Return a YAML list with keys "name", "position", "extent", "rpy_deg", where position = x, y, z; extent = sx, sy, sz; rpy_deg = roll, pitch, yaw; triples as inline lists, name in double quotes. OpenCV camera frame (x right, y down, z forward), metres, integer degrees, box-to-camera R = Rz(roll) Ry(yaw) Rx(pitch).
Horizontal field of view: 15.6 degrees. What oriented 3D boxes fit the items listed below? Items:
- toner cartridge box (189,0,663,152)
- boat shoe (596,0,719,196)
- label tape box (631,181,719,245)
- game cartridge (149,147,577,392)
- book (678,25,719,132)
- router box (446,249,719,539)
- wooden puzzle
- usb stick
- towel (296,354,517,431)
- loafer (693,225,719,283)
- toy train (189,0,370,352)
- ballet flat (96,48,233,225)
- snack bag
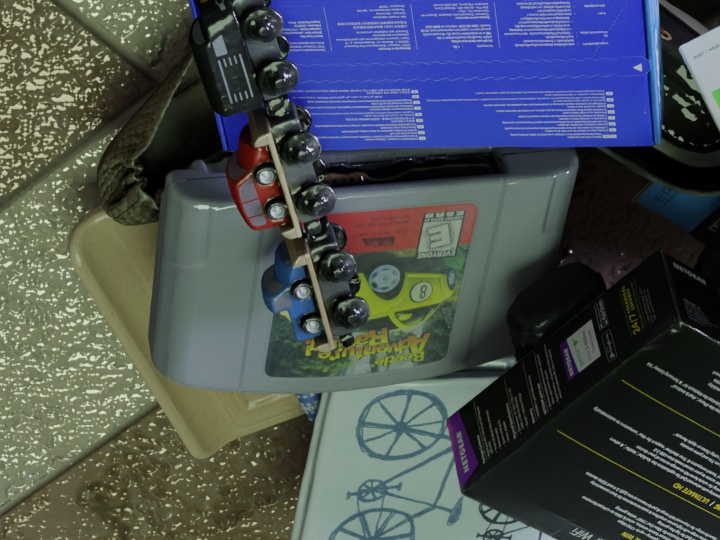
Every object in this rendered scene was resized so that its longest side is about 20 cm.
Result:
- name: "toner cartridge box"
  position: [0.031, -0.101, 1.157]
  extent: [0.199, 0.043, 0.095]
  rpy_deg: [0, 136, 10]
- name: "boat shoe"
  position: [0.103, -0.107, 1.233]
  extent: [0.201, 0.063, 0.074]
  rpy_deg: [32, 122, -7]
- name: "label tape box"
  position: [0.249, -0.058, 1.345]
  extent: [0.199, 0.063, 0.144]
  rpy_deg: [29, 122, -31]
- name: "game cartridge"
  position: [0.000, 0.000, 1.268]
  extent: [0.199, 0.041, 0.134]
  rpy_deg: [-6, 138, -16]
- name: "book"
  position: [0.242, -0.036, 1.143]
  extent: [0.133, 0.201, 0.048]
  rpy_deg: [-26, 173, 10]
- name: "router box"
  position: [0.164, 0.086, 1.280]
  extent: [0.199, 0.051, 0.149]
  rpy_deg: [28, 125, -33]
- name: "wooden puzzle"
  position: [-0.030, -0.004, 1.356]
  extent: [0.199, 0.046, 0.186]
  rpy_deg: [-23, 134, 4]
- name: "usb stick"
  position: [0.113, 0.066, 1.330]
  extent: [0.055, 0.033, 0.200]
  rpy_deg: [-33, 143, -9]
- name: "towel"
  position: [0.024, 0.021, 1.345]
  extent: [0.144, 0.024, 0.200]
  rpy_deg: [-24, 134, 3]
- name: "loafer"
  position: [0.201, 0.050, 1.341]
  extent: [0.068, 0.071, 0.201]
  rpy_deg: [-9, 133, -16]
- name: "toy train"
  position: [-0.037, -0.041, 1.162]
  extent: [0.046, 0.034, 0.201]
  rpy_deg: [-18, 128, -1]
- name: "ballet flat"
  position: [-0.055, -0.096, 1.235]
  extent: [0.067, 0.046, 0.200]
  rpy_deg: [41, 107, -12]
- name: "snack bag"
  position: [0.065, 0.113, 1.420]
  extent: [0.199, 0.021, 0.189]
  rpy_deg: [-1, 132, -14]
